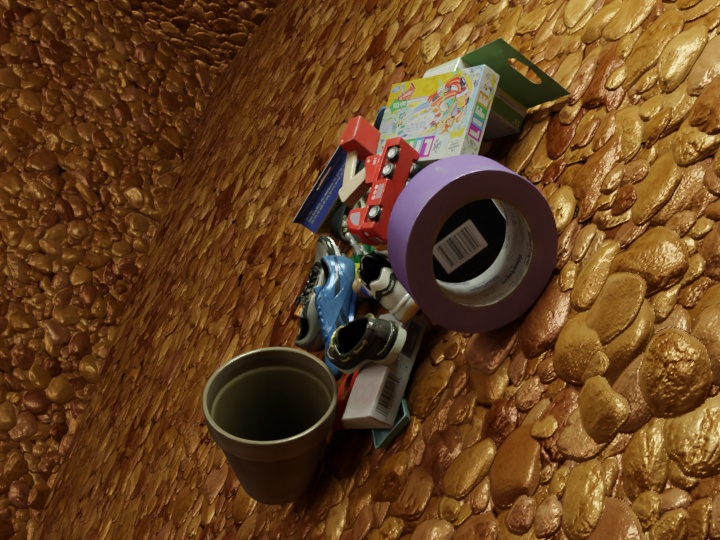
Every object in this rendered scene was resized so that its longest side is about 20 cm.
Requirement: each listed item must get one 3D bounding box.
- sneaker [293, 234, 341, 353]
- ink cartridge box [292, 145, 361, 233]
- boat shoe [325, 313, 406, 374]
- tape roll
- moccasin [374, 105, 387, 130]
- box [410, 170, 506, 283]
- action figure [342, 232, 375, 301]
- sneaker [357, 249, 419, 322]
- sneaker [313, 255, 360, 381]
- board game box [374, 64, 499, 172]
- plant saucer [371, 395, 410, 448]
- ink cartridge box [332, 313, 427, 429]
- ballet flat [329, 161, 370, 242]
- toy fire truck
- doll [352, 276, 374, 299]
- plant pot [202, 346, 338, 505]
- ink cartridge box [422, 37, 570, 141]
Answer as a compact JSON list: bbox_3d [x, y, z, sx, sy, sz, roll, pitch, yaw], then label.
[{"bbox_3d":[-0.072,0.041,1.527,0.074,0.078,0.206,-168,82,-64],"label":"sneaker"},{"bbox_3d":[-0.039,-0.163,1.709,0.200,0.047,0.200,-57,-6,9],"label":"ink cartridge box"},{"bbox_3d":[-0.006,0.098,1.264,0.200,0.060,0.073,-23,42,62],"label":"boat shoe"},{"bbox_3d":[0.135,-0.033,1.097,0.202,0.198,0.085,-56,22,7],"label":"tape roll"},{"bbox_3d":[0.099,-0.218,1.378,0.198,0.080,0.070,-3,63,51],"label":"moccasin"},{"bbox_3d":[0.115,-0.081,1.275,0.147,0.107,0.201,-37,27,10],"label":"box"},{"bbox_3d":[0.000,0.000,1.547,0.119,0.054,0.200,-53,27,9],"label":"action figure"},{"bbox_3d":[0.034,-0.002,1.288,0.076,0.087,0.200,-49,20,4],"label":"sneaker"},{"bbox_3d":[-0.048,0.074,1.446,0.066,0.077,0.205,145,135,-64],"label":"sneaker"},{"bbox_3d":[0.100,-0.209,1.273,0.198,0.034,0.137,1,72,53],"label":"board game box"},{"bbox_3d":[0.036,0.172,1.303,0.070,0.019,0.201,-51,25,21],"label":"plant saucer"},{"bbox_3d":[0.005,0.150,1.313,0.198,0.057,0.165,-13,51,55],"label":"ink cartridge box"},{"bbox_3d":[0.009,-0.137,1.670,0.202,0.072,0.073,-58,22,16],"label":"ballet flat"},{"bbox_3d":[0.012,-0.127,1.257,0.139,0.048,0.204,-6,60,47],"label":"toy fire truck"},{"bbox_3d":[0.066,0.020,1.367,0.198,0.048,0.138,2,58,55],"label":"doll"},{"bbox_3d":[-0.128,0.245,1.336,0.202,0.195,0.177,-93,1,-53],"label":"plant pot"},{"bbox_3d":[0.192,-0.260,1.321,0.199,0.144,0.049,0,62,64],"label":"ink cartridge box"}]
